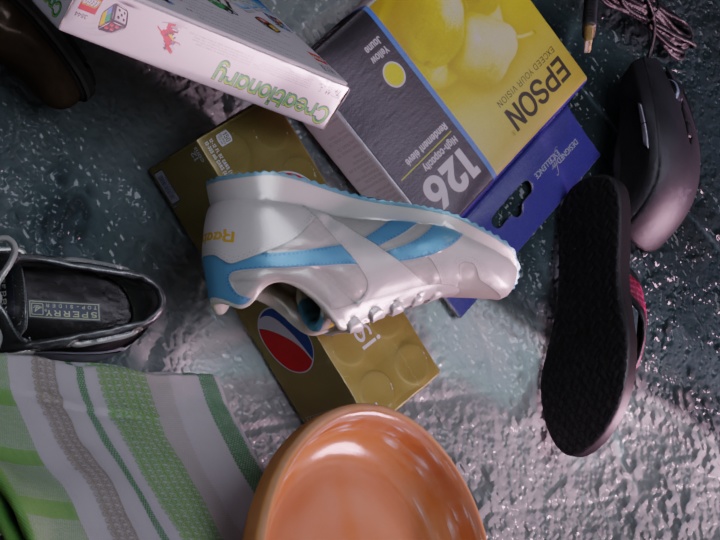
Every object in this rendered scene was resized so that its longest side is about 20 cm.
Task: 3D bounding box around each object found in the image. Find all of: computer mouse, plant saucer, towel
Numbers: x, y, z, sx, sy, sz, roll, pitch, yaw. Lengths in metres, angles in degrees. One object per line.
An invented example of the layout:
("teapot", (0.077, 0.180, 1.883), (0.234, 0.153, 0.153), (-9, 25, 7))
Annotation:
("computer mouse", (0.204, -0.123, 1.249), (0.140, 0.046, 0.200), (33, 59, -42))
("plant saucer", (0.001, 0.173, 0.946), (0.200, 0.037, 0.200), (20, 63, -46))
("towel", (-0.121, 0.100, 0.915), (0.200, 0.031, 0.149), (13, 33, -51))

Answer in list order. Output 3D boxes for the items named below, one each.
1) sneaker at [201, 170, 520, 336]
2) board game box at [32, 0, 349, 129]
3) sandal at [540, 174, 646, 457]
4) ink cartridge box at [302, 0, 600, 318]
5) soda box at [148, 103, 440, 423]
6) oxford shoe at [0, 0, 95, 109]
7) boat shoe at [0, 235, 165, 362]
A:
("sneaker", (0.000, 0.000, 1.004), (0.200, 0.076, 0.081), (10, 79, -26))
("board game box", (-0.112, -0.149, 0.991), (0.200, 0.035, 0.126), (17, 22, -45))
("sandal", (0.166, 0.031, 1.187), (0.045, 0.075, 0.200), (27, 60, -39))
("ink cartridge box", (0.068, -0.106, 1.174), (0.200, 0.047, 0.198), (50, 54, -10))
("soda box", (-0.039, 0.001, 1.056), (0.068, 0.064, 0.200), (-36, 98, -37))
("oxford shoe", (-0.237, -0.143, 0.967), (0.200, 0.073, 0.084), (36, 76, -19))
("boat shoe", (-0.200, 0.019, 0.936), (0.199, 0.068, 0.074), (8, 72, -32))
